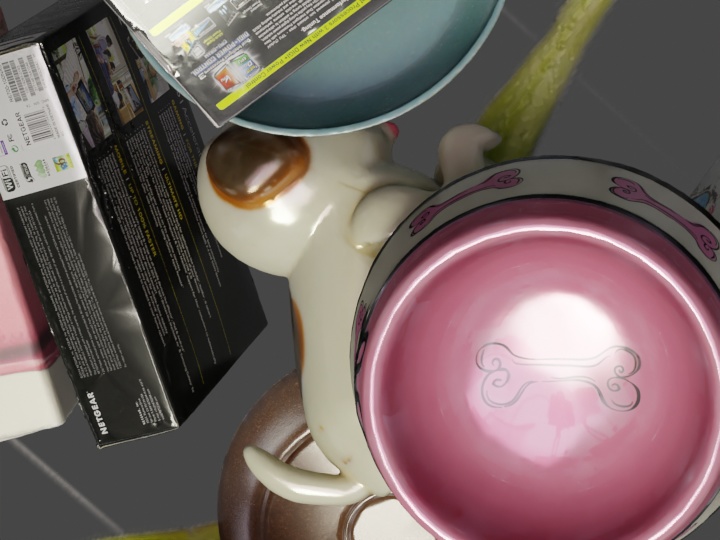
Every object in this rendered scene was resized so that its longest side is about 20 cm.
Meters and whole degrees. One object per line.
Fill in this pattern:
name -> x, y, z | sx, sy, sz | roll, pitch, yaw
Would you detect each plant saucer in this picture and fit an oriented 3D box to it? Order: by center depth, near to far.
plant saucer -> -0.022, -0.158, 1.277 | 0.200, 0.036, 0.200 | -1, 78, 5
plant saucer -> 0.020, 0.137, 1.394 | 0.200, 0.032, 0.201 | 2, 107, 7

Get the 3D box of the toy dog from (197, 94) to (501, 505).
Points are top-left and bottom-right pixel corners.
toy dog -> 0.000, 0.000, 1.307 | 0.194, 0.140, 0.200 | -34, 87, 7

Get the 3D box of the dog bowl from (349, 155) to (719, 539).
dog bowl -> 0.088, 0.051, 1.186 | 0.200, 0.074, 0.201 | 2, 101, 10

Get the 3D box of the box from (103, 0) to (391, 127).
box -> -0.038, -0.183, 1.173 | 0.200, 0.044, 0.160 | -36, 114, 16

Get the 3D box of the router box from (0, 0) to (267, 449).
router box -> -0.119, -0.032, 1.296 | 0.051, 0.149, 0.200 | -14, 104, 20

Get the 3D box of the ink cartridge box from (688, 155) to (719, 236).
ink cartridge box -> 0.226, 0.010, 1.271 | 0.147, 0.146, 0.200 | 35, 106, -4

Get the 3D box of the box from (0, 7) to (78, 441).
box -> -0.216, -0.019, 1.324 | 0.109, 0.128, 0.200 | -14, 105, 9
